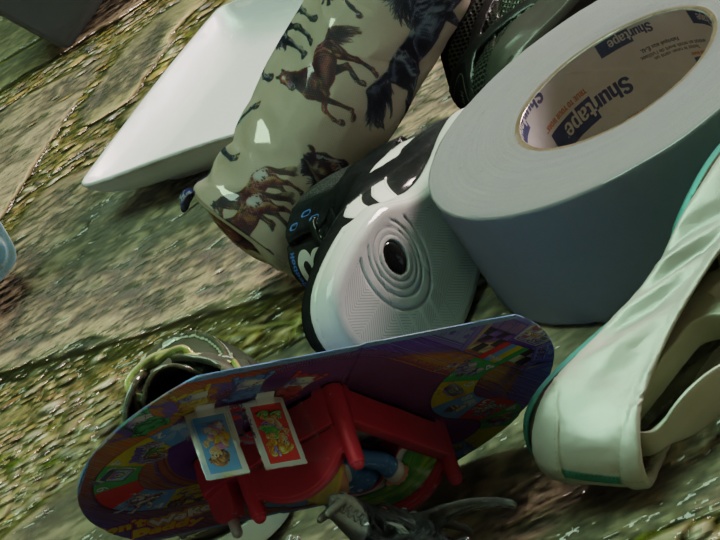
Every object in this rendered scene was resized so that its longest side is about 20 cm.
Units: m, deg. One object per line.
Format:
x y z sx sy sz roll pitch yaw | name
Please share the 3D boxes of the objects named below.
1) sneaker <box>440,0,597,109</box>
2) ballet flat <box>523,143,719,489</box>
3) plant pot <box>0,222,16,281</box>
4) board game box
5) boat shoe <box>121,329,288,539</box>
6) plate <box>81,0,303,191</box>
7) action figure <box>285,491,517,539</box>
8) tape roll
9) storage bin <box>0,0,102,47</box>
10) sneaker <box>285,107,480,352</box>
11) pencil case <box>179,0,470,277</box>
0.116 -0.150 1.488 0.200 0.076 0.114 -47 31 -15 | sneaker
0.145 0.014 1.148 0.200 0.070 0.069 -50 26 -23 | ballet flat
-0.324 -0.016 1.711 0.199 0.197 0.196 -1 39 39 | plant pot
-0.012 0.081 1.138 0.199 0.039 0.158 -10 -26 -19 | board game box
-0.077 0.068 1.342 0.072 0.060 0.202 -33 22 4 | boat shoe
-0.051 -0.121 1.726 0.199 0.032 0.200 -15 29 39 | plate
-0.020 0.139 1.066 0.119 0.102 0.200 -26 22 51 | action figure
0.132 -0.063 1.304 0.200 0.066 0.200 -30 22 13 | tape roll
-0.207 -0.255 2.114 0.135 0.145 0.200 -57 15 21 | storage bin
0.000 0.000 1.370 0.112 0.073 0.200 -22 17 36 | sneaker
-0.014 -0.099 1.473 0.201 0.078 0.089 -60 38 5 | pencil case
